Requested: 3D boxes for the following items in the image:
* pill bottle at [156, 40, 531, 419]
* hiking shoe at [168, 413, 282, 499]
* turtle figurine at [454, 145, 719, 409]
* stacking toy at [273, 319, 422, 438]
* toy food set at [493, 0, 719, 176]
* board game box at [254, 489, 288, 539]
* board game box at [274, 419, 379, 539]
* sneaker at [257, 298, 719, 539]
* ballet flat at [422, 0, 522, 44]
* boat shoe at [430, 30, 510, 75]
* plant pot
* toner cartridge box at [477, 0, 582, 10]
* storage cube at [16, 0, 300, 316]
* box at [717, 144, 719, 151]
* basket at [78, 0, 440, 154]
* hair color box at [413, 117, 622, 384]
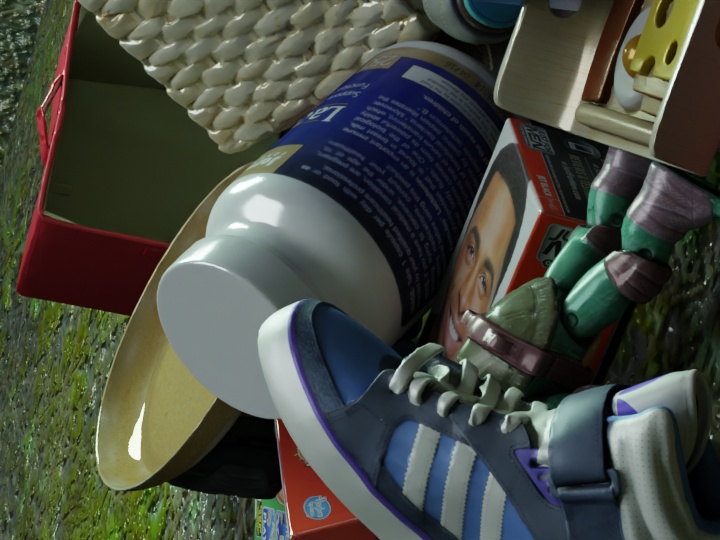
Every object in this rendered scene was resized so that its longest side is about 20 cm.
[{"bbox_3d":[-0.006,-0.020,1.344,0.200,0.116,0.116,-44,-7,-38],"label":"pill bottle"},{"bbox_3d":[-0.078,0.061,1.541,0.200,0.076,0.101,-114,32,-69],"label":"hiking shoe"},{"bbox_3d":[0.090,0.044,1.151,0.200,0.101,0.150,-62,32,8],"label":"turtle figurine"},{"bbox_3d":[0.000,0.000,1.471,0.085,0.085,0.200,170,104,-73],"label":"stacking toy"},{"bbox_3d":[0.115,-0.123,1.102,0.200,0.060,0.144,-146,76,-73],"label":"toy food set"},{"bbox_3d":[-0.031,0.087,1.583,0.135,0.029,0.200,177,94,-73],"label":"board game box"},{"bbox_3d":[-0.003,0.140,1.334,0.200,0.040,0.153,-102,-4,-64],"label":"board game box"},{"bbox_3d":[0.068,0.061,1.071,0.146,0.200,0.081,-40,-6,25],"label":"sneaker"},{"bbox_3d":[0.081,-0.209,1.340,0.200,0.067,0.064,-67,23,-1],"label":"ballet flat"},{"bbox_3d":[0.046,-0.111,1.498,0.200,0.059,0.072,-139,64,-73],"label":"boat shoe"},{"bbox_3d":[-0.085,0.034,1.479,0.200,0.027,0.200,-49,24,32],"label":"plant pot"},{"bbox_3d":[0.084,-0.171,1.231,0.200,0.043,0.095,-7,-62,-63],"label":"toner cartridge box"},{"bbox_3d":[-0.130,-0.068,1.841,0.180,0.200,0.171,127,152,-69],"label":"storage cube"},{"bbox_3d":[0.159,-0.163,1.186,0.156,0.041,0.200,-131,57,-71],"label":"box"},{"bbox_3d":[-0.042,-0.202,1.475,0.200,0.198,0.161,-26,25,44],"label":"basket"},{"bbox_3d":[0.070,0.040,1.287,0.102,0.061,0.200,-103,31,-61],"label":"hair color box"}]
